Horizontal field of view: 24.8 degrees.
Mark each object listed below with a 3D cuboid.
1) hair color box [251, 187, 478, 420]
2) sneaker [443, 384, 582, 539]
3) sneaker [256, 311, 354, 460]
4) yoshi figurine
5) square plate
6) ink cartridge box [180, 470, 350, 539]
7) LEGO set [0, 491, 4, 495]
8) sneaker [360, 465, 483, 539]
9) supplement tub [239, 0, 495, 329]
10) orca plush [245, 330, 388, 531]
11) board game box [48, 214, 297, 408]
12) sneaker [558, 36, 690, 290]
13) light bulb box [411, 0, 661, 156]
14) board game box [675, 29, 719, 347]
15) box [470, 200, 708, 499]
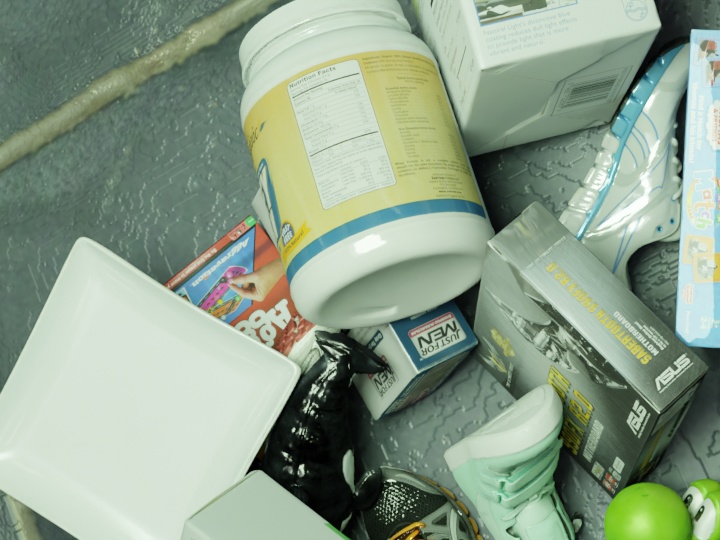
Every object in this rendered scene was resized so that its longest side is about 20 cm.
[{"bbox_3d":[0.000,0.000,1.232,0.201,0.060,0.100,60,152,14],"label":"hair color box"},{"bbox_3d":[0.125,0.152,1.141,0.073,0.200,0.119,-32,82,-12],"label":"sneaker"},{"bbox_3d":[-0.038,0.109,1.248,0.082,0.078,0.201,14,121,0],"label":"sneaker"},{"bbox_3d":[0.185,0.228,1.147,0.112,0.112,0.201,31,97,27],"label":"yoshi figurine"},{"bbox_3d":[-0.167,0.108,1.207,0.199,0.028,0.199,30,98,14],"label":"square plate"},{"bbox_3d":[-0.065,0.268,1.164,0.146,0.084,0.201,33,128,22],"label":"ink cartridge box"},{"bbox_3d":[-0.198,0.119,1.305,0.153,0.116,0.201,33,101,20],"label":"LEGO set"},{"bbox_3d":[0.058,0.232,1.215,0.078,0.077,0.201,-41,71,19],"label":"sneaker"},{"bbox_3d":[0.000,-0.076,1.127,0.144,0.144,0.201,-25,69,20],"label":"supplement tub"},{"bbox_3d":[-0.028,0.148,1.185,0.105,0.071,0.201,23,117,-11],"label":"orca plush"},{"bbox_3d":[-0.131,0.059,1.269,0.200,0.019,0.103,-40,97,-10],"label":"board game box"},{"bbox_3d":[0.207,-0.068,1.173,0.086,0.075,0.201,28,104,10],"label":"sneaker"},{"bbox_3d":[0.103,-0.209,1.124,0.124,0.198,0.202,-13,78,-5],"label":"light bulb box"},{"bbox_3d":[0.240,-0.050,1.105,0.036,0.151,0.202,2,89,17],"label":"board game box"},{"bbox_3d":[0.149,0.061,1.119,0.048,0.200,0.158,-39,72,-16],"label":"box"}]
